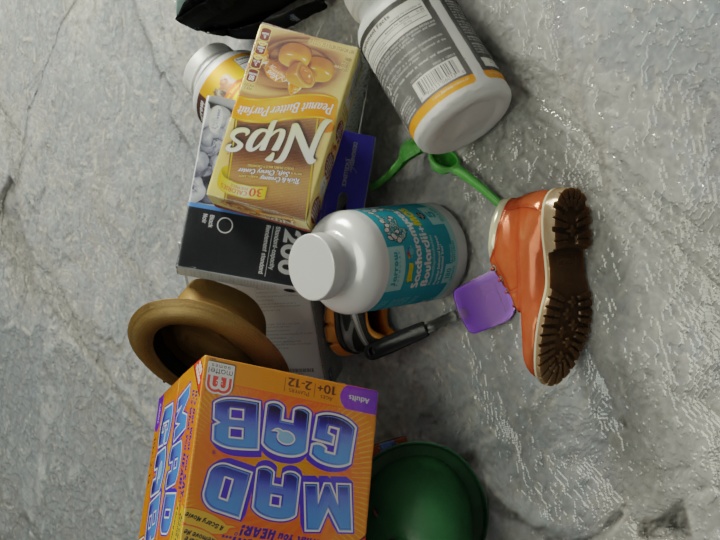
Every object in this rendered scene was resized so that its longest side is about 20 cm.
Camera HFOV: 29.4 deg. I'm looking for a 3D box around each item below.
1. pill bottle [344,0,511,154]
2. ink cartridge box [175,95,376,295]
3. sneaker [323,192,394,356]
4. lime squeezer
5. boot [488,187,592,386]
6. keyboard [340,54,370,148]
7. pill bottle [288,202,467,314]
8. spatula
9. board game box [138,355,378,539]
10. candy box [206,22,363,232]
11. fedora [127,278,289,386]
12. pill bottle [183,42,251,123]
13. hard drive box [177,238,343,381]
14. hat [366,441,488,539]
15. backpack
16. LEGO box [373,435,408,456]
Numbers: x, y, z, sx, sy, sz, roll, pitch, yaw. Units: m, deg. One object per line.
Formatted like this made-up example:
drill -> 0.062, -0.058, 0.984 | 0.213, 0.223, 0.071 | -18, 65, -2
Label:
pill bottle -> 0.067, -0.234, 1.461 | 0.116, 0.116, 0.201 | -45, 65, 38
ink cartridge box -> -0.091, -0.078, 1.522 | 0.043, 0.198, 0.200 | 129, 150, -79
sneaker -> 0.000, 0.000, 1.591 | 0.077, 0.078, 0.202 | 1, 103, 36
lime squeezer -> 0.078, -0.110, 1.520 | 0.199, 0.038, 0.071 | 12, 104, 42
boot -> 0.180, 0.016, 1.422 | 0.107, 0.075, 0.202 | 1, 88, 47
keyboard -> -0.012, -0.159, 1.589 | 0.011, 0.056, 0.202 | 14, 108, 10
pill bottle -> 0.017, -0.013, 1.479 | 0.110, 0.199, 0.112 | 8, 102, 42
spatula -> 0.083, 0.060, 1.522 | 0.199, 0.020, 0.057 | -26, 84, 32
board game box -> -0.114, 0.229, 1.483 | 0.200, 0.198, 0.202 | 141, 138, -61
candy box -> -0.080, -0.154, 1.476 | 0.114, 0.055, 0.202 | 15, 79, 9
fedora -> -0.163, 0.072, 1.544 | 0.200, 0.200, 0.082 | -27, 38, 42
pill bottle -> -0.128, -0.192, 1.658 | 0.200, 0.109, 0.110 | 43, 123, 31
hard drive box -> -0.116, 0.043, 1.624 | 0.154, 0.077, 0.202 | -2, 110, 17
hat -> 0.082, 0.297, 1.440 | 0.176, 0.164, 0.202 | -148, 35, -77
backpack -> -0.136, -0.359, 1.628 | 0.199, 0.166, 0.128 | -23, 60, 46
LEGO box -> -0.012, 0.301, 1.633 | 0.199, 0.077, 0.150 | -29, 75, 42
